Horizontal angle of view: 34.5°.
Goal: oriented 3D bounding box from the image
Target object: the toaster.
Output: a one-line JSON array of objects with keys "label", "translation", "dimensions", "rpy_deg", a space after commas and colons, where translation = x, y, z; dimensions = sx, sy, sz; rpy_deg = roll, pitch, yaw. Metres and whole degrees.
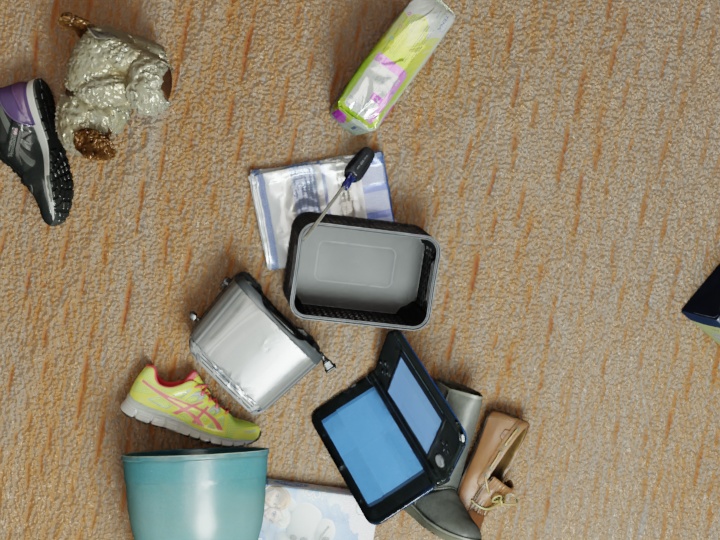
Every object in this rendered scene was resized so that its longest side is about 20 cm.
[{"label": "toaster", "translation": [-0.146, 0.108, 1.615], "dimensions": [0.129, 0.114, 0.200], "rpy_deg": [-44, 100, 2]}]

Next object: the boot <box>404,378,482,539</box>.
[{"label": "boot", "translation": [0.136, 0.270, 1.637], "dimensions": [0.072, 0.182, 0.201], "rpy_deg": [22, 93, -42]}]

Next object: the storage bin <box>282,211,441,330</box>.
[{"label": "storage bin", "translation": [0.000, 0.000, 1.618], "dimensions": [0.199, 0.094, 0.136], "rpy_deg": [6, 100, -12]}]

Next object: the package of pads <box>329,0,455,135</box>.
[{"label": "package of pads", "translation": [0.040, -0.281, 1.583], "dimensions": [0.068, 0.155, 0.200], "rpy_deg": [36, 89, -8]}]

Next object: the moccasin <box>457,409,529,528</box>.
[{"label": "moccasin", "translation": [0.192, 0.306, 1.681], "dimensions": [0.078, 0.074, 0.202], "rpy_deg": [21, 84, 30]}]

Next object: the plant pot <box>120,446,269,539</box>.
[{"label": "plant pot", "translation": [-0.219, 0.338, 1.562], "dimensions": [0.199, 0.200, 0.189], "rpy_deg": [-2, 85, -6]}]

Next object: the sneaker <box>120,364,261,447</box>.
[{"label": "sneaker", "translation": [-0.230, 0.189, 1.629], "dimensions": [0.199, 0.078, 0.091], "rpy_deg": [19, 85, -9]}]

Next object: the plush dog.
[{"label": "plush dog", "translation": [-0.346, -0.231, 1.524], "dimensions": [0.160, 0.200, 0.172], "rpy_deg": [21, 105, -22]}]

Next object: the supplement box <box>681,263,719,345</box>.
[{"label": "supplement box", "translation": [0.622, 0.054, 1.682], "dimensions": [0.200, 0.134, 0.200], "rpy_deg": [40, 89, -7]}]

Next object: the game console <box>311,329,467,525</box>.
[{"label": "game console", "translation": [0.034, 0.214, 1.596], "dimensions": [0.118, 0.171, 0.200], "rpy_deg": [-17, 57, -26]}]

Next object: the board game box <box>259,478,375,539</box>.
[{"label": "board game box", "translation": [-0.085, 0.409, 1.676], "dimensions": [0.198, 0.043, 0.201], "rpy_deg": [8, 93, -7]}]

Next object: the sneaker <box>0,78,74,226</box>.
[{"label": "sneaker", "translation": [-0.455, -0.156, 1.590], "dimensions": [0.087, 0.076, 0.201], "rpy_deg": [-10, 92, 9]}]

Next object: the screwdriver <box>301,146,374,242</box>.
[{"label": "screwdriver", "translation": [-0.029, -0.100, 1.577], "dimensions": [0.029, 0.028, 0.200], "rpy_deg": [55, 48, -31]}]

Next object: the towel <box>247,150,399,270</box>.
[{"label": "towel", "translation": [-0.052, -0.086, 1.654], "dimensions": [0.199, 0.024, 0.147], "rpy_deg": [-10, 96, -6]}]
